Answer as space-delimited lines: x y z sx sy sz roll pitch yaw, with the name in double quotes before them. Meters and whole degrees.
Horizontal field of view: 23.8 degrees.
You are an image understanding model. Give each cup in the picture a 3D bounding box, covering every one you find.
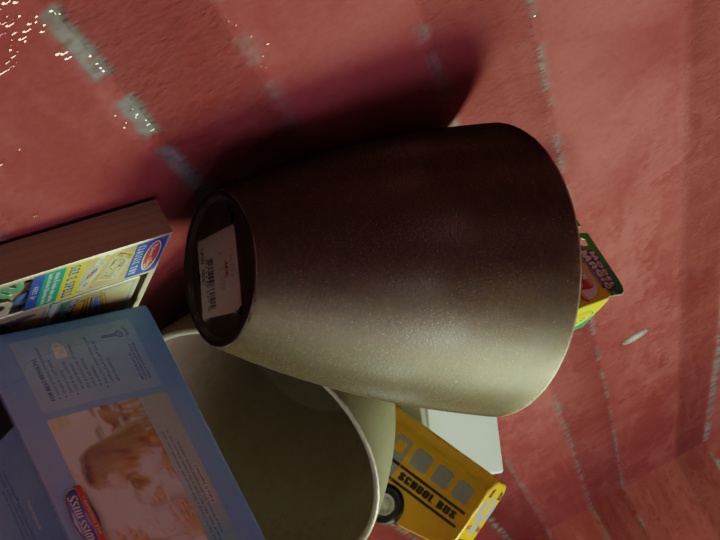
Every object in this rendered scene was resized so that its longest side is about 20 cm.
"cup" -0.054 0.090 1.194 0.200 0.200 0.143 -43 -174 38

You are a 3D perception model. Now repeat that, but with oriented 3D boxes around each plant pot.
"plant pot" 0.000 0.000 1.045 0.199 0.188 0.187 0 149 -32

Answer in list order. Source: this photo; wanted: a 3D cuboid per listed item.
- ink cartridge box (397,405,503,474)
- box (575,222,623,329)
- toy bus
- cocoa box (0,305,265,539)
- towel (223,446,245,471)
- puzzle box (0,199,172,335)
"ink cartridge box" 0.002 0.149 1.457 0.199 0.085 0.146 -13 171 28
"box" 0.093 0.003 1.250 0.199 0.118 0.048 -18 157 -33
"toy bus" 0.009 0.140 1.326 0.079 0.199 0.065 -55 162 1
"cocoa box" -0.163 0.144 1.020 0.133 0.201 0.131 -11 155 -45
"towel" -0.133 0.228 1.311 0.146 0.030 0.201 -45 158 -23
"puzzle box" -0.198 0.034 1.039 0.132 0.026 0.200 -20 160 -29
